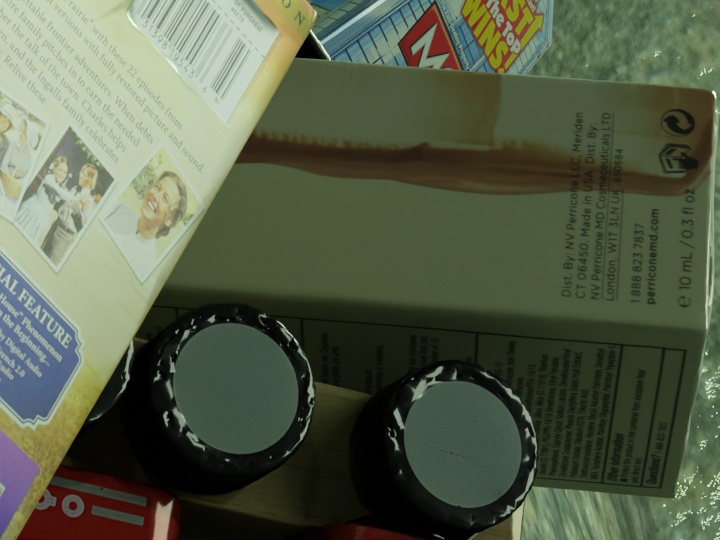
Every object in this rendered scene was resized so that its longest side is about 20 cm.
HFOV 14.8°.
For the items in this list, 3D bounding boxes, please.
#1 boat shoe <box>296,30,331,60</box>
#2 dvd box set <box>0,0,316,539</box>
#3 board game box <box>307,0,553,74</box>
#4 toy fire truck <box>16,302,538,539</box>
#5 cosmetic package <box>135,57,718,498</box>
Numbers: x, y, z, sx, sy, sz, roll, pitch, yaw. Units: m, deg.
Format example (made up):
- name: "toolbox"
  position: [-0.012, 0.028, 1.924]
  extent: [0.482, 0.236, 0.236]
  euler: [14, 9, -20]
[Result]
- name: "boat shoe"
  position: [-0.067, -0.103, 0.862]
  extent: [0.201, 0.063, 0.074]
  euler: [59, 39, -18]
- name: "dvd box set"
  position: [-0.100, -0.031, 0.625]
  extent: [0.146, 0.029, 0.200]
  euler: [48, 57, -35]
- name: "board game box"
  position: [0.016, -0.052, 1.044]
  extent: [0.200, 0.062, 0.200]
  euler: [-50, 135, -28]
- name: "toy fire truck"
  position: [-0.046, 0.111, 0.699]
  extent: [0.129, 0.176, 0.200]
  euler: [147, -46, -61]
- name: "cosmetic package"
  position: [0.000, 0.000, 0.811]
  extent: [0.103, 0.200, 0.087]
  euler: [92, 4, -58]
